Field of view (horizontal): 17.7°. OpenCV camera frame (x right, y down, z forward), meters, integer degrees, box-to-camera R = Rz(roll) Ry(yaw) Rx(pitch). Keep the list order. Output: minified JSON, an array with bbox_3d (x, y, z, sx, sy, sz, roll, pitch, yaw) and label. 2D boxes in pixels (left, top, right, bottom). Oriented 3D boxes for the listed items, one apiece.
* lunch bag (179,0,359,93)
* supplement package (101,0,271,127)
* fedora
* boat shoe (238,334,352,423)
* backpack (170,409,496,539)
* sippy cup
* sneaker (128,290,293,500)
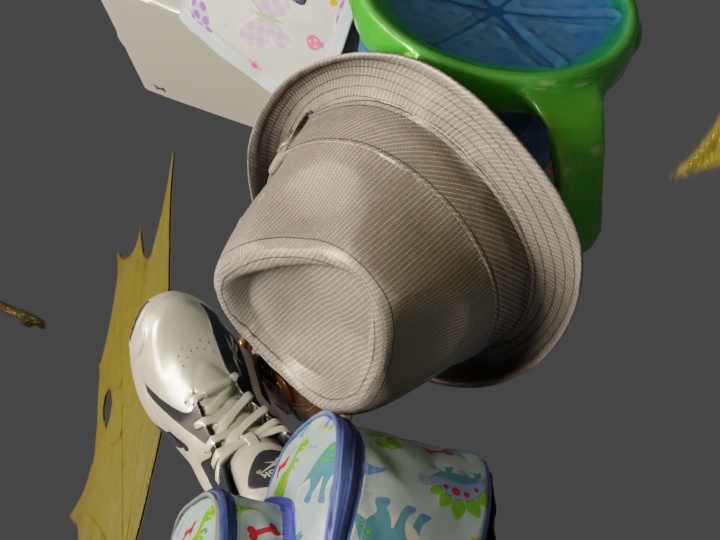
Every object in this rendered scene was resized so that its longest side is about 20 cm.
[{"bbox_3d":[0.011,-0.171,1.236,0.127,0.199,0.170,-87,17,-48],"label":"lunch bag"},{"bbox_3d":[-0.054,-0.215,1.535,0.152,0.150,0.201,69,-137,-66],"label":"supplement package"},{"bbox_3d":[0.000,0.000,1.061,0.090,0.177,0.200,-44,9,-31],"label":"fedora"},{"bbox_3d":[-0.039,0.063,1.501,0.200,0.067,0.072,-172,98,-79],"label":"boat shoe"},{"bbox_3d":[-0.021,0.168,1.069,0.183,0.146,0.201,149,137,-72],"label":"backpack"},{"bbox_3d":[0.055,-0.079,1.109,0.178,0.139,0.131,-74,-5,-51],"label":"sippy cup"},{"bbox_3d":[-0.068,0.105,1.422,0.129,0.079,0.200,-5,103,64],"label":"sneaker"}]
